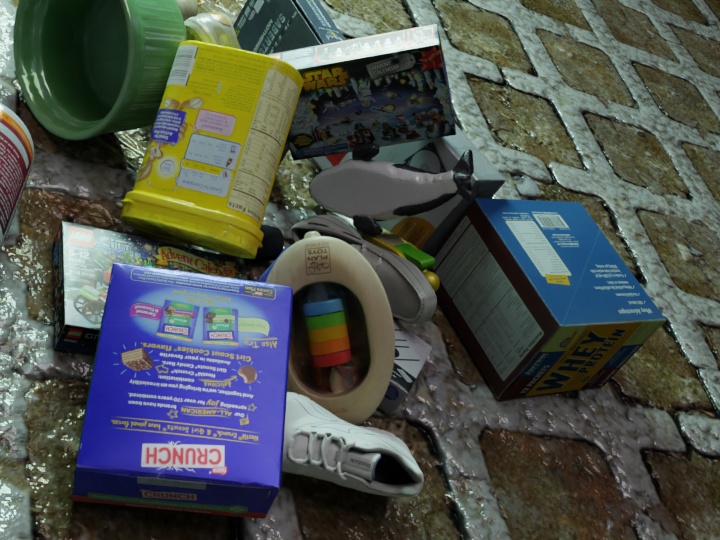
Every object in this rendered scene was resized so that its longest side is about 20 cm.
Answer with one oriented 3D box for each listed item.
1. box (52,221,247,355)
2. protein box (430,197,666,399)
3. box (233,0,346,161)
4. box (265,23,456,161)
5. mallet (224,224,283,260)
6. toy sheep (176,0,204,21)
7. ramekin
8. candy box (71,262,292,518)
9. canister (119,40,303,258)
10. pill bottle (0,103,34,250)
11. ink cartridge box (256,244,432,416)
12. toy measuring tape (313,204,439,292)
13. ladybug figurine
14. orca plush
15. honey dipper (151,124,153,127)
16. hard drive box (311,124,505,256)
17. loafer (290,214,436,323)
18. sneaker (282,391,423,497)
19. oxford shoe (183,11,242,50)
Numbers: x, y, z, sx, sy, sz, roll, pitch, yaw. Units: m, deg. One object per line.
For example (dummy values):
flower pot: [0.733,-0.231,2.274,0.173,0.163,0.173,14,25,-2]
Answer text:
box: [-0.204,0.030,1.088,0.199,0.038,0.137,12,42,-28]
protein box: [0.222,0.031,1.338,0.197,0.135,0.201,-1,49,-39]
box: [-0.108,-0.247,1.336,0.051,0.200,0.158,-2,50,-43]
box: [0.002,-0.199,1.243,0.198,0.137,0.040,-9,49,9]
mallet: [-0.141,-0.085,1.273,0.065,0.041,0.201,10,39,-30]
toy sheep: [-0.281,-0.375,1.407,0.200,0.138,0.137,45,37,22]
ramekin: [-0.284,-0.246,1.208,0.200,0.200,0.097,50,32,20]
candy box: [-0.150,0.104,0.951,0.168,0.077,0.201,8,53,-9]
canister: [-0.152,-0.129,1.149,0.147,0.202,0.087,14,-9,13]
pill bottle: [-0.374,-0.063,0.996,0.112,0.113,0.201,21,38,-18]
ink cartridge box: [-0.024,0.063,1.186,0.199,0.044,0.094,35,35,0]
toy measuring tape: [0.015,-0.014,1.308,0.199,0.074,0.073,30,30,34]
ladybug figurine: [-0.033,0.061,1.101,0.134,0.202,0.072,-5,2,1]
orca plush: [0.042,-0.107,1.280,0.071,0.199,0.106,-36,107,-64]
honey dipper: [-0.284,-0.238,1.329,0.038,0.038,0.200,-18,59,-47]
hard drive box: [0.057,-0.126,1.360,0.200,0.156,0.077,51,29,22]
loafer: [0.000,0.000,1.230,0.199,0.070,0.070,32,22,33]
sneaker: [-0.026,0.165,1.020,0.199,0.075,0.087,16,-3,-20]
oxford shoe: [-0.159,-0.217,1.275,0.075,0.201,0.058,30,57,29]
